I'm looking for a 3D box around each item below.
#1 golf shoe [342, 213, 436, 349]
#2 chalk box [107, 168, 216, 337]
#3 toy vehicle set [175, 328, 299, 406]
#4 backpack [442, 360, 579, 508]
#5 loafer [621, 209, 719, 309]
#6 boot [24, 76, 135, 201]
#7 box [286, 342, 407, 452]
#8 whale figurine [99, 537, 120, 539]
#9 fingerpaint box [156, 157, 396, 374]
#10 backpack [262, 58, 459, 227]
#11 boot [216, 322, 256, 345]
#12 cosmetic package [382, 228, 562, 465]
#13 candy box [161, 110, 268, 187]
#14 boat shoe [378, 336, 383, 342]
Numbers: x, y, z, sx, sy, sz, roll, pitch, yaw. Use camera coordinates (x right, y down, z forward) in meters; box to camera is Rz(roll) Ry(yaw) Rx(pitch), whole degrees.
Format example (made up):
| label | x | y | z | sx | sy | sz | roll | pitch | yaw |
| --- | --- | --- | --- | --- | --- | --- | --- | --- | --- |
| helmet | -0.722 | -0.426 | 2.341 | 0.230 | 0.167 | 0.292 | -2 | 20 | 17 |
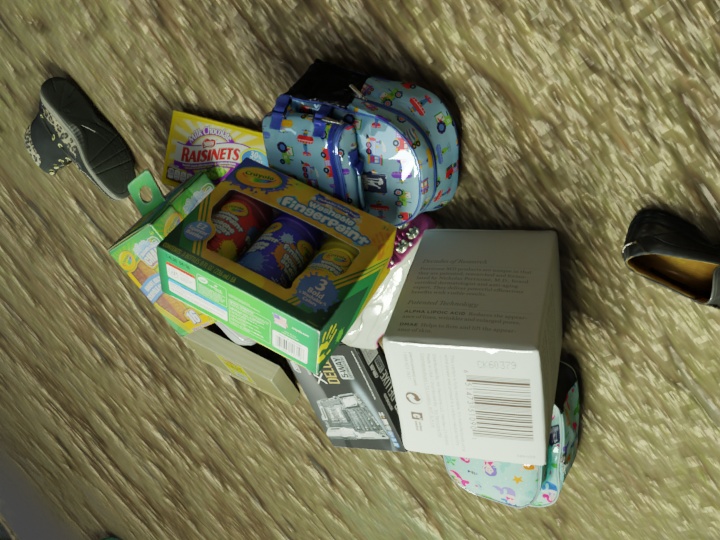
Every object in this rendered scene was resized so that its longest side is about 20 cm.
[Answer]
| label | x | y | z | sx | sy | sz | roll | pitch | yaw |
| --- | --- | --- | --- | --- | --- | --- | --- | --- | --- |
| golf shoe | 0.037 | 0.017 | 1.048 | 0.091 | 0.076 | 0.200 | 32 | 110 | -29 |
| chalk box | -0.237 | -0.037 | 1.098 | 0.123 | 0.124 | 0.201 | -22 | 113 | 46 |
| toy vehicle set | -0.201 | 0.152 | 1.365 | 0.196 | 0.027 | 0.125 | 23 | 159 | 22 |
| backpack | 0.189 | 0.210 | 1.062 | 0.174 | 0.151 | 0.203 | 11 | 134 | 29 |
| loafer | 0.352 | 0.012 | 0.822 | 0.196 | 0.072 | 0.074 | 23 | 134 | 20 |
| boot | -0.439 | -0.179 | 1.290 | 0.206 | 0.073 | 0.153 | 55 | 140 | -6 |
| box | -0.016 | 0.180 | 1.262 | 0.155 | 0.050 | 0.203 | -5 | 120 | 40 |
| whale figurine | -0.643 | 0.787 | 2.227 | 0.157 | 0.106 | 0.199 | -13 | 139 | 42 |
| fingerpaint box | -0.085 | -0.013 | 0.873 | 0.197 | 0.168 | 0.074 | 26 | 140 | 16 |
| backpack | 0.007 | -0.124 | 0.939 | 0.196 | 0.135 | 0.186 | 16 | 133 | 23 |
| boot | -0.219 | 0.026 | 1.292 | 0.199 | 0.074 | 0.096 | 39 | 133 | -7 |
| cosmetic package | 0.135 | 0.078 | 0.928 | 0.161 | 0.202 | 0.168 | 2 | 126 | 19 |
| candy box | -0.180 | -0.145 | 1.112 | 0.196 | 0.026 | 0.105 | 17 | 98 | 26 |
| boat shoe | 0.000 | 0.000 | 1.102 | 0.072 | 0.063 | 0.204 | -22 | 112 | -2 |
